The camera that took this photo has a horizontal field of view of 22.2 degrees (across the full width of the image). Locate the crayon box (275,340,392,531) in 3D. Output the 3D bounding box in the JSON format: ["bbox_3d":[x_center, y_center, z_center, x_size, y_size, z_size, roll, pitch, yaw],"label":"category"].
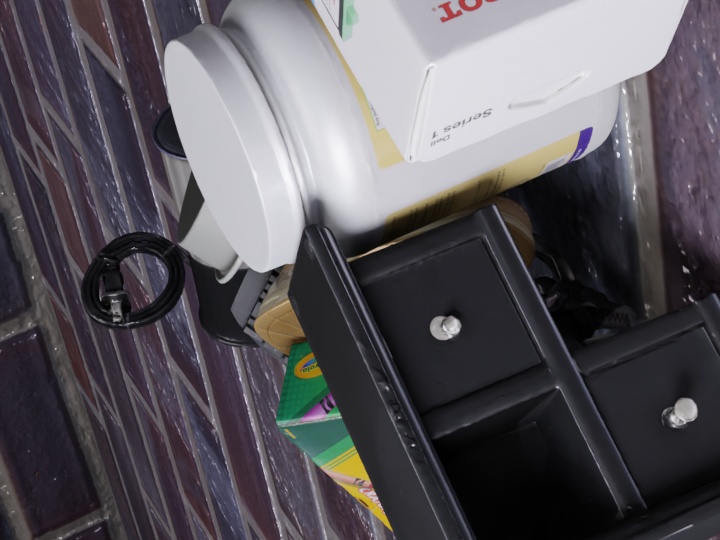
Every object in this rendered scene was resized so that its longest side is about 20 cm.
[{"bbox_3d":[0.053,0.107,1.092,0.200,0.118,0.059,46,-137,-43],"label":"crayon box"}]

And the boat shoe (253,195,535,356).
[{"bbox_3d":[0.018,-0.011,1.042,0.199,0.070,0.074,-21,133,39],"label":"boat shoe"}]

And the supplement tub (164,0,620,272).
[{"bbox_3d":[0.015,-0.094,0.933,0.146,0.198,0.146,56,161,32],"label":"supplement tub"}]

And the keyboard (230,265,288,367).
[{"bbox_3d":[0.000,0.000,1.117,0.126,0.021,0.201,31,132,3],"label":"keyboard"}]

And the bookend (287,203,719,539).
[{"bbox_3d":[0.095,0.050,0.887,0.092,0.198,0.200,110,138,-67],"label":"bookend"}]

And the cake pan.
[{"bbox_3d":[-0.069,-0.093,1.151,0.200,0.036,0.202,-160,90,-79],"label":"cake pan"}]

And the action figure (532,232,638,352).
[{"bbox_3d":[0.128,0.081,1.000,0.119,0.101,0.202,99,171,-76],"label":"action figure"}]

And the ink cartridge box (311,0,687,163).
[{"bbox_3d":[0.042,-0.171,0.841,0.201,0.144,0.084,61,163,21],"label":"ink cartridge box"}]

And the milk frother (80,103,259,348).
[{"bbox_3d":[-0.143,-0.045,1.518,0.181,0.198,0.190,-128,22,-53],"label":"milk frother"}]
